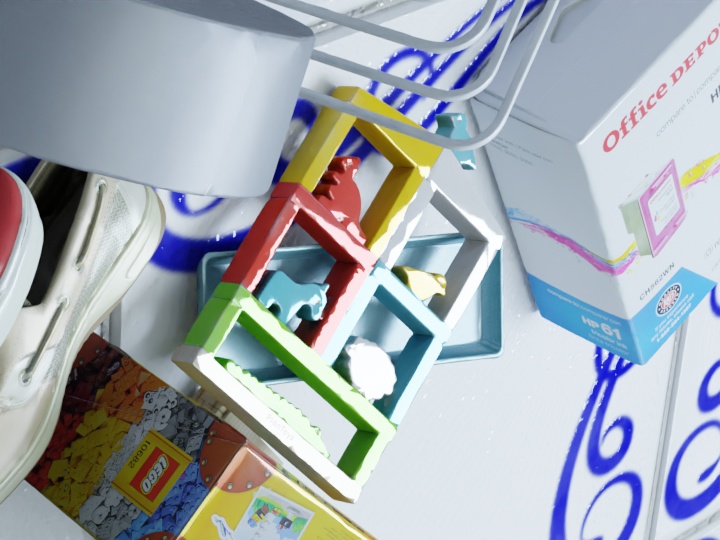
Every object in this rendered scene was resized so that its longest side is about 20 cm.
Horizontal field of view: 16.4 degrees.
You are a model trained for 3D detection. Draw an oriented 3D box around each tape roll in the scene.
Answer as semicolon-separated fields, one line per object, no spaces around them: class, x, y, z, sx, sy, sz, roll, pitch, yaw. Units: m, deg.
tape roll;-0.120;-0.091;0.965;0.200;0.200;0.067;6;105;-52

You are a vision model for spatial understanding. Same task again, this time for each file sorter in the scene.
file sorter;0.015;-0.161;1.088;0.200;0.124;0.139;70;41;-66

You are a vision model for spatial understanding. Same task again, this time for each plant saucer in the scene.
plant saucer;-0.004;0.019;1.300;0.199;0.019;0.070;-5;97;-39

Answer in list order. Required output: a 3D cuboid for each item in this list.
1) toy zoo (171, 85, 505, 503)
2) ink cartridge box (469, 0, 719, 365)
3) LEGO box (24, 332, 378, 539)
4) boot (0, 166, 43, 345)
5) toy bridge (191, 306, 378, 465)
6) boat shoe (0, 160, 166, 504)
toy zoo;0.000;0.000;1.277;0.131;0.020;0.201;42;68;-33
ink cartridge box;0.155;-0.067;1.424;0.145;0.084;0.200;-46;141;-20
LEGO box;-0.057;0.129;1.201;0.077;0.149;0.200;-54;131;-6
boot;-0.226;0.011;1.018;0.200;0.072;0.144;-49;141;-12
toy bridge;-0.067;0.086;1.299;0.200;0.027;0.067;-53;141;-12
boat shoe;-0.161;0.029;1.109;0.201;0.072;0.065;-58;143;-16
